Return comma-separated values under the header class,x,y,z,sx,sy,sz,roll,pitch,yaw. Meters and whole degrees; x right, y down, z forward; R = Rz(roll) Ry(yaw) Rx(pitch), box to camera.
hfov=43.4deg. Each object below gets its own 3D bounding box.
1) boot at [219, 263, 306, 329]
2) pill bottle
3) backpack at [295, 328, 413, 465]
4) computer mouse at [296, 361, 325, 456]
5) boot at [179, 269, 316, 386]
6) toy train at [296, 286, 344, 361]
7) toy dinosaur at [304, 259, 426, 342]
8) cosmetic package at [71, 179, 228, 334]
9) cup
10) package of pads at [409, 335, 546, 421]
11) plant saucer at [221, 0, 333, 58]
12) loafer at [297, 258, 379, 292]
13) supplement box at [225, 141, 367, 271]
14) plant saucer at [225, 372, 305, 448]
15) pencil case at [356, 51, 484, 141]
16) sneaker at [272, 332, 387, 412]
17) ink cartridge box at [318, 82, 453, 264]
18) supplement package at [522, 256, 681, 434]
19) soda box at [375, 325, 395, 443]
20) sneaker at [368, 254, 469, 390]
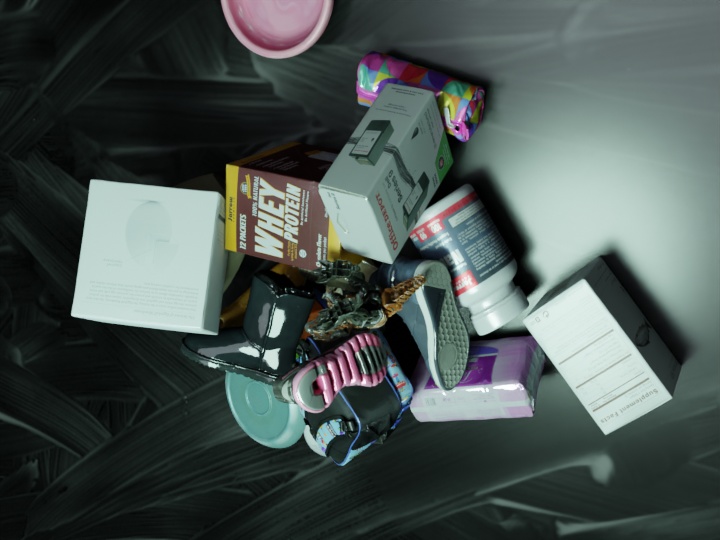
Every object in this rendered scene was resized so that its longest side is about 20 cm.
class,x,y,z,sx,sy,sz,roll,pitch,yaw
boot,-0.184,0.063,1.525,0.071,0.143,0.201,49,120,11
pill bottle,0.163,-0.013,1.343,0.119,0.119,0.202,-31,90,30
backpack,-0.021,0.198,1.414,0.184,0.133,0.201,57,153,24
computer mouse,-0.073,0.240,1.585,0.108,0.044,0.204,0,106,25
boot,-0.176,0.076,1.422,0.197,0.076,0.171,17,105,9
toy train,-0.097,0.066,1.492,0.085,0.115,0.202,43,118,26
toy dinosaur,-0.001,0.043,1.284,0.200,0.135,0.103,-42,52,15
cosmetic package,-0.306,-0.015,1.357,0.195,0.123,0.204,6,82,4
cup,-0.259,-0.076,1.514,0.143,0.200,0.200,-45,83,6
package of pads,0.178,0.168,1.389,0.197,0.121,0.077,-9,120,28
plant saucer,-0.124,-0.433,1.397,0.197,0.051,0.204,8,109,23
loafer,0.000,0.000,1.445,0.197,0.076,0.069,17,75,0
supplement box,-0.073,-0.101,1.390,0.197,0.197,0.135,13,112,23
plant saucer,-0.176,0.225,1.619,0.198,0.027,0.204,12,109,37
pencil case,0.087,-0.255,1.325,0.198,0.088,0.090,23,115,22
sneaker,-0.044,0.142,1.279,0.094,0.198,0.080,-13,92,44
ink cartridge box,0.040,-0.134,1.259,0.083,0.202,0.147,16,151,30
supplement package,0.346,0.105,1.290,0.117,0.117,0.201,-38,88,30
soda box,0.010,0.182,1.514,0.070,0.063,0.204,1,105,26
sneaker,0.083,0.072,1.347,0.145,0.076,0.206,11,120,51
